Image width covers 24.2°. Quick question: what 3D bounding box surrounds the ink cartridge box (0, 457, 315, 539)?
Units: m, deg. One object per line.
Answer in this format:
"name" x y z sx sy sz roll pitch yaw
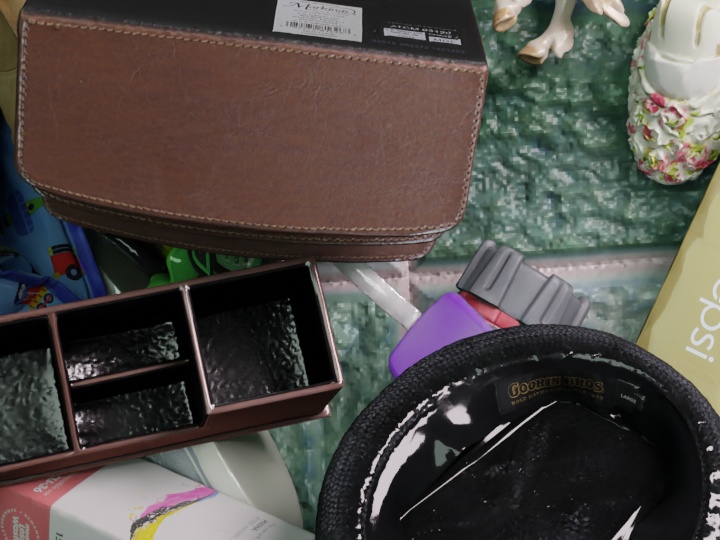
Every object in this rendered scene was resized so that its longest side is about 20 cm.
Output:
"ink cartridge box" -0.090 0.174 0.843 0.198 0.067 0.118 19 119 25

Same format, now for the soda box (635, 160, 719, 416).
"soda box" 0.192 -0.003 0.836 0.064 0.068 0.202 24 90 15

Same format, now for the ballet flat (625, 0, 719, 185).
"ballet flat" 0.182 -0.144 0.857 0.075 0.064 0.202 22 88 32

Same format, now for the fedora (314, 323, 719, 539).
"fedora" 0.078 0.125 0.770 0.198 0.092 0.202 -2 57 2

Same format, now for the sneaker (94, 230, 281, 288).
"sneaker" -0.124 -0.070 0.898 0.200 0.085 0.078 51 127 14

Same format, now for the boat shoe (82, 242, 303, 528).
"boat shoe" -0.107 0.080 0.903 0.071 0.070 0.201 -42 72 16

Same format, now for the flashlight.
"flashlight" 0.042 0.086 0.858 0.067 0.068 0.201 33 86 -26

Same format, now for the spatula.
"spatula" 0.000 0.000 0.854 0.057 0.021 0.200 -48 70 11

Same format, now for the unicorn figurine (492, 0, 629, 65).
"unicorn figurine" 0.052 -0.191 0.897 0.198 0.074 0.139 15 78 0

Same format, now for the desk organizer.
"desk organizer" -0.112 0.051 0.813 0.198 0.077 0.073 -11 79 -12

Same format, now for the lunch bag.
"lunch bag" -0.232 -0.021 0.918 0.150 0.094 0.201 -37 50 21

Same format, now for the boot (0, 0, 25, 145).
"boot" -0.169 -0.175 0.870 0.175 0.066 0.201 -47 59 18

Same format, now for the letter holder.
"letter holder" -0.052 -0.054 0.768 0.197 0.101 0.144 6 115 -4
